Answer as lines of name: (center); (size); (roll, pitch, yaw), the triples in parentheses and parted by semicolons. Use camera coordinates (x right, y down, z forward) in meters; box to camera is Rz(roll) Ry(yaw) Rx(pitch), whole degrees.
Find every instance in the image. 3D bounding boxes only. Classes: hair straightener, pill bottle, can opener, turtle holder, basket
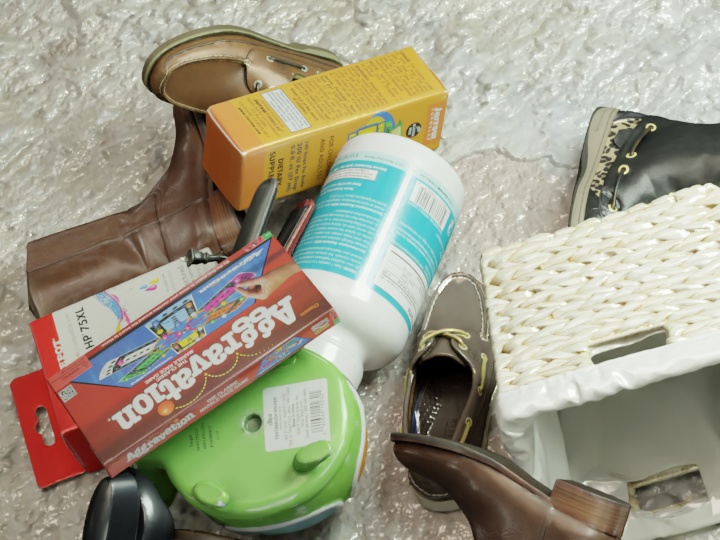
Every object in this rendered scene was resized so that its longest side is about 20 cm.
hair straightener: (-0.112, 0.015, 1.713); (0.201, 0.077, 0.041); (-61, 19, -11)
pill bottle: (0.000, 0.000, 1.745); (0.110, 0.111, 0.201); (12, 60, 24)
can opener: (-0.187, 0.240, 1.627); (0.063, 0.078, 0.202); (21, 102, 47)
turtle holder: (-0.080, 0.142, 1.656); (0.185, 0.132, 0.141); (-37, 60, -2)
basket: (0.195, 0.073, 1.579); (0.197, 0.200, 0.162); (-16, 51, 7)

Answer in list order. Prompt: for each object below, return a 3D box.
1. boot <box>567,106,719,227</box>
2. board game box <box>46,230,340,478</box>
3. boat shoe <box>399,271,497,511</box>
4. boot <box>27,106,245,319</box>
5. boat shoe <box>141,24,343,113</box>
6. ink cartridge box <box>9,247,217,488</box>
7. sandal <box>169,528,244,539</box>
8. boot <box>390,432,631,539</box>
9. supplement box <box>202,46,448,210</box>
boot: (0.243, -0.045, 1.728); (0.149, 0.073, 0.201); (0, 51, 17)
board game box: (-0.122, 0.059, 1.623); (0.199, 0.019, 0.103); (-34, 49, -9)
boat shoe: (0.068, 0.081, 1.699); (0.071, 0.060, 0.201); (-1, 56, 17)
boot: (-0.203, -0.050, 1.870); (0.199, 0.064, 0.187); (-24, 49, 7)
boat shoe: (-0.083, -0.154, 1.845); (0.199, 0.072, 0.068); (-3, 42, -35)
ink cartridge box: (-0.187, 0.079, 1.774); (0.199, 0.067, 0.117); (-23, 55, 0)
sandal: (-0.073, 0.232, 1.642); (0.199, 0.082, 0.055); (16, 84, 19)
boot: (0.069, 0.220, 1.465); (0.185, 0.064, 0.201); (19, 91, 33)
supplement box: (-0.027, -0.117, 1.819); (0.199, 0.067, 0.069); (-21, 50, -27)
